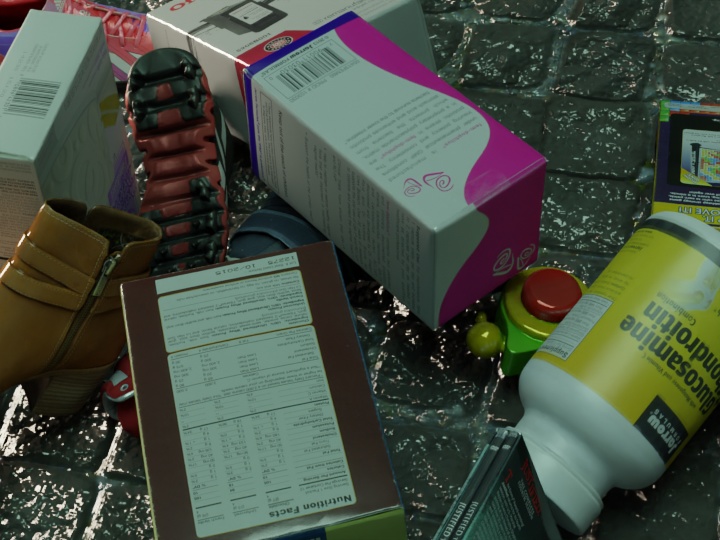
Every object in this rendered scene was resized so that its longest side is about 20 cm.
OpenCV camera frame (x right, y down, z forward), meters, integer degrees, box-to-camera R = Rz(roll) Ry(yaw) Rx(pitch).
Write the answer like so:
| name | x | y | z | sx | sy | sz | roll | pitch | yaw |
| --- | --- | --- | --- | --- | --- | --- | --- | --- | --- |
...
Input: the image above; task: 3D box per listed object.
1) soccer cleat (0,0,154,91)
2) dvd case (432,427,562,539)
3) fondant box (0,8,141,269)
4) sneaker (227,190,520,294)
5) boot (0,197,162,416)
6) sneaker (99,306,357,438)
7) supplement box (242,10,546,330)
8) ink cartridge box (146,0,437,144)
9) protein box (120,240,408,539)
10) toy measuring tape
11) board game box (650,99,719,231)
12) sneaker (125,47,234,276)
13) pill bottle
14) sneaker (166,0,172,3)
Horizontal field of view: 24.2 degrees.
| name | x | y | z | sx | sy | sz | roll | pitch | yaw |
| --- | --- | --- | --- | --- | --- | --- | --- | --- | --- |
| soccer cleat | -0.227 | -0.196 | 1.393 | 0.199 | 0.073 | 0.068 | 1 | 48 | 5 |
| dvd case | 0.064 | 0.212 | 0.967 | 0.022 | 0.146 | 0.200 | 8 | 49 | 34 |
| fondant box | -0.213 | -0.061 | 1.190 | 0.058 | 0.201 | 0.145 | 8 | 50 | 10 |
| sneaker | 0.000 | 0.001 | 1.195 | 0.202 | 0.077 | 0.146 | 21 | 48 | 27 |
| boot | -0.227 | 0.027 | 1.079 | 0.199 | 0.156 | 0.077 | 7 | 35 | -40 |
| sneaker | -0.094 | 0.066 | 1.122 | 0.199 | 0.071 | 0.113 | -9 | 41 | 44 |
| supplement box | 0.021 | -0.071 | 1.140 | 0.101 | 0.104 | 0.200 | -31 | 53 | -25 |
| ink cartridge box | -0.058 | -0.173 | 1.315 | 0.145 | 0.084 | 0.200 | -30 | 35 | -21 |
| protein box | -0.052 | 0.131 | 1.009 | 0.134 | 0.199 | 0.201 | -12 | 49 | -4 |
| toy measuring tape | 0.163 | 0.025 | 1.177 | 0.199 | 0.074 | 0.074 | -11 | 48 | -17 |
| board game box | 0.310 | -0.052 | 1.216 | 0.199 | 0.057 | 0.166 | 6 | 39 | 10 |
| sneaker | -0.128 | -0.060 | 1.256 | 0.070 | 0.098 | 0.202 | -8 | 79 | 9 |
| pill bottle | 0.173 | 0.068 | 1.085 | 0.112 | 0.112 | 0.200 | 35 | 79 | 30 |
| sneaker | -0.072 | -0.268 | 1.453 | 0.199 | 0.067 | 0.091 | -19 | 21 | 8 |
